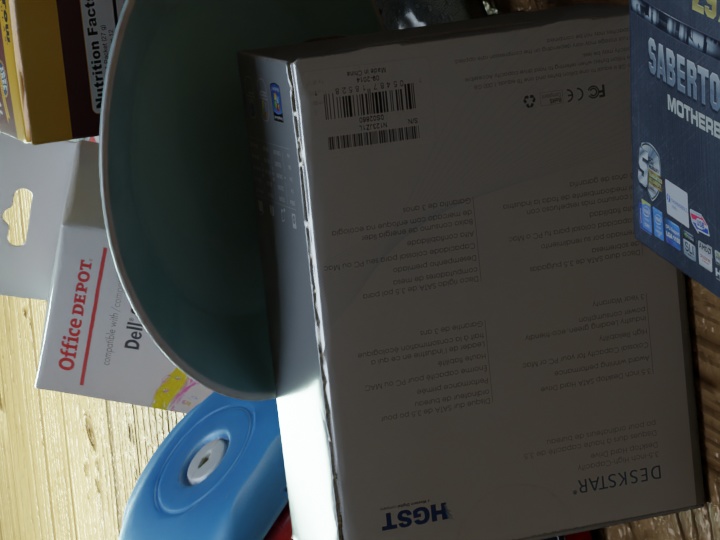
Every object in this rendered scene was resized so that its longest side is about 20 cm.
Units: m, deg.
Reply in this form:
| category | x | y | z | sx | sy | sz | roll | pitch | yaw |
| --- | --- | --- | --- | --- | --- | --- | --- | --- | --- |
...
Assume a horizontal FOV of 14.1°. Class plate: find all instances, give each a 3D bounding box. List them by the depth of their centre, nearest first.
| category | x | y | z | sx | sy | sz | roll | pitch | yaw |
| --- | --- | --- | --- | --- | --- | --- | --- | --- | --- |
| plate | -0.047 | -0.049 | 1.165 | 0.025 | 0.200 | 0.201 | 2 | 103 | 36 |

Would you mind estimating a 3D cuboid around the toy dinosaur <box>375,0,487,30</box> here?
| category | x | y | z | sx | sy | sz | roll | pitch | yaw |
| --- | --- | --- | --- | --- | --- | --- | --- | --- | --- |
| toy dinosaur | 0.037 | -0.087 | 1.291 | 0.102 | 0.077 | 0.201 | 126 | 138 | -50 |

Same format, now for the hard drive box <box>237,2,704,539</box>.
| category | x | y | z | sx | sy | sz | roll | pitch | yaw |
| --- | --- | --- | --- | --- | --- | --- | --- | --- | --- |
| hard drive box | 0.044 | 0.004 | 1.144 | 0.077 | 0.155 | 0.201 | -160 | 63 | -70 |

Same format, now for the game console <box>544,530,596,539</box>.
| category | x | y | z | sx | sy | sz | roll | pitch | yaw |
| --- | --- | --- | --- | --- | --- | --- | --- | --- | --- |
| game console | 0.056 | 0.093 | 1.355 | 0.200 | 0.031 | 0.178 | 155 | 106 | -72 |

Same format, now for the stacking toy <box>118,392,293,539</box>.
| category | x | y | z | sx | sy | sz | roll | pitch | yaw |
| --- | --- | --- | --- | --- | --- | --- | --- | --- | --- |
| stacking toy | -0.004 | 0.144 | 1.332 | 0.200 | 0.116 | 0.110 | 42 | 161 | -25 |

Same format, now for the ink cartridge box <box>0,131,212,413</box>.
| category | x | y | z | sx | sy | sz | roll | pitch | yaw |
| --- | --- | --- | --- | --- | --- | --- | --- | --- | --- |
| ink cartridge box | -0.092 | 0.008 | 1.423 | 0.068 | 0.199 | 0.117 | -86 | 7 | -48 |

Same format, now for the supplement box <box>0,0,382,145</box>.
| category | x | y | z | sx | sy | sz | roll | pitch | yaw |
| --- | --- | --- | --- | --- | --- | --- | --- | --- | --- |
| supplement box | -0.097 | -0.149 | 1.433 | 0.197 | 0.199 | 0.134 | -157 | 60 | -69 |

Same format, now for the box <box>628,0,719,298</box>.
| category | x | y | z | sx | sy | sz | roll | pitch | yaw |
| --- | --- | --- | --- | --- | --- | --- | --- | --- | --- |
| box | 0.147 | -0.060 | 0.958 | 0.200 | 0.051 | 0.159 | -137 | 43 | -64 |

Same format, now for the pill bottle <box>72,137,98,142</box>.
| category | x | y | z | sx | sy | sz | roll | pitch | yaw |
| --- | --- | --- | --- | --- | --- | --- | --- | --- | --- |
| pill bottle | -0.099 | -0.062 | 1.622 | 0.116 | 0.115 | 0.201 | 101 | 154 | -47 |
